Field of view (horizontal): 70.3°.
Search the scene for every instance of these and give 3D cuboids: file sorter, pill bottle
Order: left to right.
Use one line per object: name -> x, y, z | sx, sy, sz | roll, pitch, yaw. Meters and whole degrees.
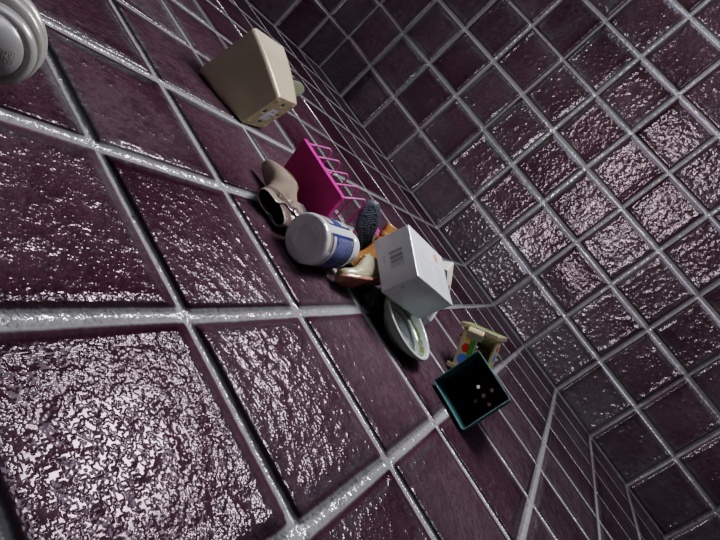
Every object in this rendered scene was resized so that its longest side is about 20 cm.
file sorter -> -0.098, -0.213, 1.338 | 0.125, 0.139, 0.201 | -5, 56, -52
pill bottle -> -0.078, -0.063, 1.170 | 0.112, 0.111, 0.199 | 56, 17, 17

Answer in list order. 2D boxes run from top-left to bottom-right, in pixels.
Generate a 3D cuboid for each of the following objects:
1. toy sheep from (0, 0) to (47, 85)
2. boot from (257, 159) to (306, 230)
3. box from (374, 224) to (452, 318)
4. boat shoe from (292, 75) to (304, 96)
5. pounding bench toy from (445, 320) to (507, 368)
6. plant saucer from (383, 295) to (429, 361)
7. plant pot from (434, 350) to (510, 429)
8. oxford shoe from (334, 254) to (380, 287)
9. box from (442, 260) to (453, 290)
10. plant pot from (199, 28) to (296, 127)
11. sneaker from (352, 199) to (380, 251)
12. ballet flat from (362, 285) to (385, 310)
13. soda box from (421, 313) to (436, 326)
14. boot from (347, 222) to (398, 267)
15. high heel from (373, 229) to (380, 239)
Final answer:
toy sheep -> -0.455, -0.292, 0.621 | 0.137, 0.138, 0.201 | 34, 20, -45
boot -> -0.195, -0.178, 1.180 | 0.201, 0.070, 0.146 | 53, 19, 6
box -> 0.136, 0.008, 1.307 | 0.200, 0.105, 0.154 | 37, 37, -48
boat shoe -> -0.313, -0.815, 2.215 | 0.063, 0.071, 0.199 | 53, 20, 18
pounding bench toy -> 0.332, 0.247, 1.513 | 0.123, 0.158, 0.199 | 22, 2, 28
plant saucer -> 0.106, 0.143, 1.305 | 0.200, 0.050, 0.202 | 48, 25, -30
plant pot -> 0.311, 0.325, 1.354 | 0.142, 0.140, 0.200 | 59, 11, 27
oxford shoe -> 0.000, 0.000, 1.263 | 0.199, 0.070, 0.075 | 2, 73, -56
box -> 0.204, 0.030, 1.537 | 0.126, 0.111, 0.200 | 8, 8, 15
plant pot -> -0.294, -0.526, 1.456 | 0.179, 0.198, 0.200 | 62, 17, -1
sneaker -> 0.002, -0.112, 1.406 | 0.069, 0.203, 0.082 | -4, 34, -26
ballet flat -> 0.061, 0.070, 1.351 | 0.067, 0.057, 0.200 | 46, 14, 13
soda box -> 0.186, 0.127, 1.559 | 0.068, 0.063, 0.200 | 52, 16, 5
boot -> 0.041, -0.057, 1.363 | 0.199, 0.157, 0.077 | 29, 2, -34
high heel -> 0.024, -0.104, 1.609 | 0.096, 0.066, 0.203 | 46, 27, -53
